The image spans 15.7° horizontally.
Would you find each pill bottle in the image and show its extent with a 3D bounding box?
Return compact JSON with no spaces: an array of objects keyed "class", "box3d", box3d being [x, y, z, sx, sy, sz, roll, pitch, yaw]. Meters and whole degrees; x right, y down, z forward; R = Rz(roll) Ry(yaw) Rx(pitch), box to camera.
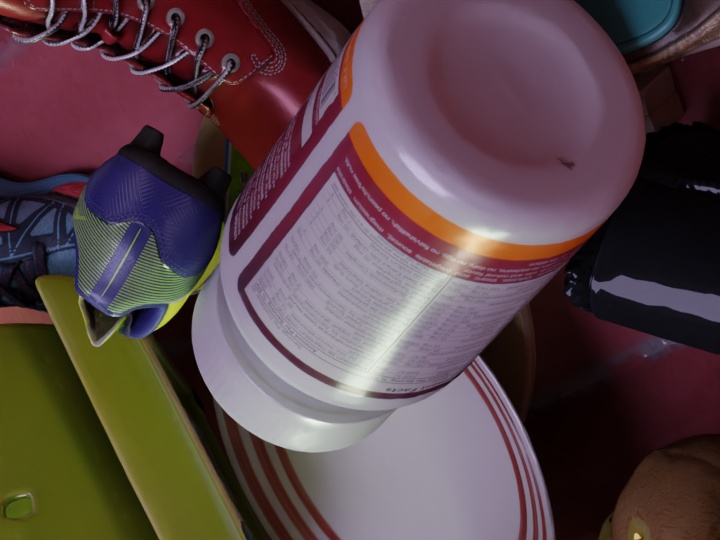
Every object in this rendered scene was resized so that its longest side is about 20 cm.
[{"class":"pill bottle","box3d":[0.013,-0.016,0.958,0.110,0.110,0.200,45,143,4]}]

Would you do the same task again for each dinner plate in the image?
[{"class":"dinner plate","box3d":[0.011,0.078,1.119,0.200,0.024,0.201,27,131,36]}]

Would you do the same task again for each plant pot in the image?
[{"class":"plant pot","box3d":[-0.143,0.126,1.186,0.200,0.181,0.200,61,179,22]}]

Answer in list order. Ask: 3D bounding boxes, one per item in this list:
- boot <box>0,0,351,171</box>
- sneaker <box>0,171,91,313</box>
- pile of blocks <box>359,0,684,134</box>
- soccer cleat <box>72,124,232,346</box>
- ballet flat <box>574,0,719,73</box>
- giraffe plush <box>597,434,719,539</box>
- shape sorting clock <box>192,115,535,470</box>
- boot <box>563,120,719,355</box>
[{"class":"boot","box3d":[-0.079,-0.085,1.038,0.072,0.144,0.200,-42,79,38]},{"class":"sneaker","box3d":[-0.180,0.002,1.245,0.199,0.095,0.080,12,126,34]},{"class":"pile of blocks","box3d":[0.034,-0.110,1.012,0.200,0.062,0.082,35,136,14]},{"class":"soccer cleat","box3d":[-0.093,-0.006,1.080,0.065,0.084,0.200,31,174,0]},{"class":"ballet flat","box3d":[0.131,-0.106,0.930,0.199,0.065,0.071,-17,64,43]},{"class":"giraffe plush","box3d":[0.161,0.126,1.013,0.162,0.172,0.201,32,119,34]},{"class":"shape sorting clock","box3d":[0.000,0.000,1.135,0.199,0.039,0.201,25,129,36]},{"class":"boot","box3d":[0.149,0.020,0.917,0.162,0.198,0.074,19,128,20]}]
